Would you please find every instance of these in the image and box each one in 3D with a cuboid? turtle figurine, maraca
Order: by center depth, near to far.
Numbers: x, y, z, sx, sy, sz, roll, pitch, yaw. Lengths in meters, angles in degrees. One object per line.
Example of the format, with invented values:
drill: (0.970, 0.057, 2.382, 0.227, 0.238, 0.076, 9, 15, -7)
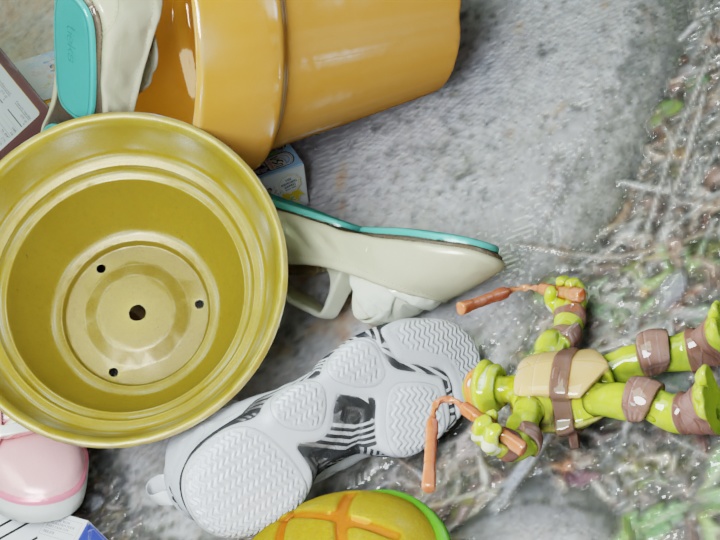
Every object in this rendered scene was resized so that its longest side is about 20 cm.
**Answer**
maraca: (-0.032, 0.199, 1.425, 0.200, 0.107, 0.137, -46, 37, -5)
turtle figurine: (0.117, 0.067, 1.449, 0.161, 0.065, 0.200, -5, 27, 23)

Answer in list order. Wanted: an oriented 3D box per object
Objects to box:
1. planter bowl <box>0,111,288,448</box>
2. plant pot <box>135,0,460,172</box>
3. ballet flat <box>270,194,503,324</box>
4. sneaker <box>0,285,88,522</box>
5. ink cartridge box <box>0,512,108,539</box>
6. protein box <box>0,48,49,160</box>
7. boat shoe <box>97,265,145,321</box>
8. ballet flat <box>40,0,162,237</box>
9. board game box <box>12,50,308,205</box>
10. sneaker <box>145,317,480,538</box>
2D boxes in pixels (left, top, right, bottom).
planter bowl: (-0.136, 0.015, 1.563, 0.199, 0.083, 0.201, -2, 73, 5)
plant pot: (-0.044, -0.161, 1.646, 0.182, 0.201, 0.200, -7, 40, -20)
ballet flat: (0.000, 0.000, 1.592, 0.199, 0.069, 0.070, 13, 65, 42)
sneaker: (-0.214, 0.052, 1.616, 0.075, 0.105, 0.201, -9, 45, -13)
ink cartridge box: (-0.247, 0.182, 1.632, 0.199, 0.044, 0.094, 9, 61, 39)
protein box: (-0.330, -0.054, 1.675, 0.198, 0.135, 0.200, -25, 18, 49)
boat shoe: (-0.201, -0.011, 1.734, 0.199, 0.070, 0.070, 15, 63, 37)
ballet flat: (-0.155, -0.093, 1.610, 0.069, 0.201, 0.070, 9, 38, -7)
board game box: (-0.133, -0.090, 1.738, 0.134, 0.034, 0.200, -20, 42, -15)
sneaker: (-0.032, 0.086, 1.530, 0.200, 0.075, 0.115, -29, 10, -24)
